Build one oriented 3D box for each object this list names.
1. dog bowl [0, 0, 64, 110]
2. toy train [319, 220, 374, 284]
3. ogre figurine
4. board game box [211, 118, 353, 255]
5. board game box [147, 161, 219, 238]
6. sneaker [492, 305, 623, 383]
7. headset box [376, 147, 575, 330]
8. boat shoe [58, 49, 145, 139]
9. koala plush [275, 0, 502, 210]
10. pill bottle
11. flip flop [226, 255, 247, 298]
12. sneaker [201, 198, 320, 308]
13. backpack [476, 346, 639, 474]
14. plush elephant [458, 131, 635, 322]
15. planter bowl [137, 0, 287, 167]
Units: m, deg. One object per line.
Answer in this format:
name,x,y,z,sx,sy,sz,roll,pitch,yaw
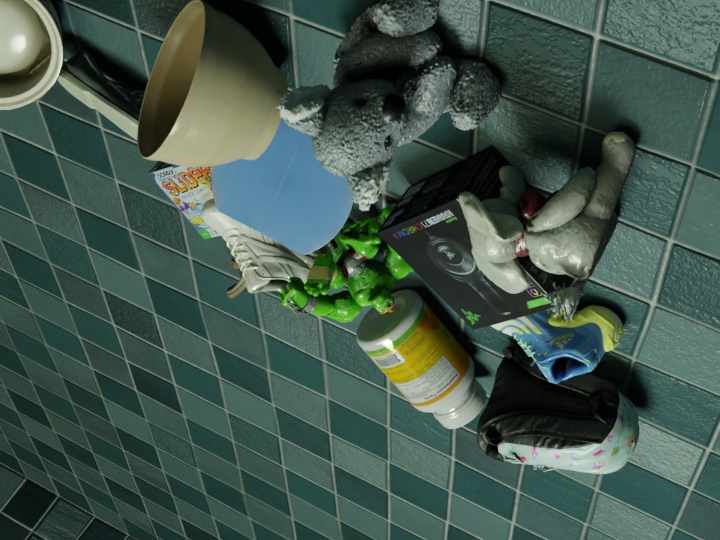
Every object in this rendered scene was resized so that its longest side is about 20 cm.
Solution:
dog bowl,-0.500,-0.324,1.625,0.199,0.074,0.201,0,126,-1
toy train,-0.031,-0.040,1.654,0.042,0.056,0.200,0,135,44
ogre figurine,0.000,0.000,1.598,0.098,0.200,0.120,33,174,42
board game box,-0.097,-0.122,1.575,0.200,0.039,0.158,27,105,9
board game box,-0.201,-0.116,1.697,0.200,0.034,0.135,-10,127,49
sneaker,0.230,0.085,1.523,0.200,0.105,0.076,3,137,41
headset box,0.152,-0.028,1.456,0.200,0.093,0.174,45,149,-17
boat shoe,-0.332,-0.239,1.663,0.200,0.062,0.073,34,165,6
koala plush,0.014,-0.174,1.285,0.177,0.200,0.184,48,147,-22
pill bottle,0.094,0.133,1.716,0.111,0.111,0.200,-10,128,50
flip flop,-0.162,-0.022,1.794,0.058,0.081,0.200,49,149,10
sneaker,-0.142,-0.022,1.635,0.200,0.100,0.078,34,151,-4
backpack,0.274,0.196,1.607,0.200,0.167,0.127,3,156,37
plush elephant,0.188,-0.051,1.290,0.154,0.200,0.165,21,154,15
planter bowl,-0.173,-0.211,1.452,0.134,0.201,0.200,18,157,-27
